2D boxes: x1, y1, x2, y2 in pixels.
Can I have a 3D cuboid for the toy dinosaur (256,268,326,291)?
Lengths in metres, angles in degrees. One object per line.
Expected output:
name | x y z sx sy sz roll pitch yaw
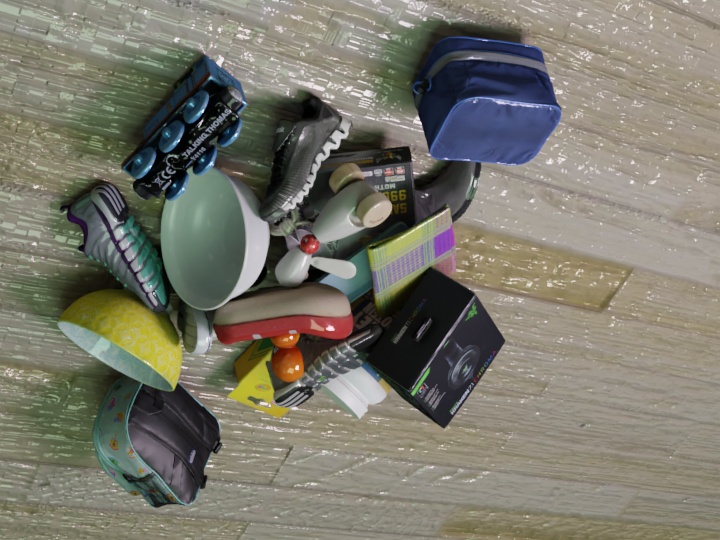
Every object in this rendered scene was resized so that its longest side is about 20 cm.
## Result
toy dinosaur | -0.061 0.016 1.671 0.197 0.103 0.078 -17 135 1

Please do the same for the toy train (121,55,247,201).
toy train | -0.231 -0.181 1.426 0.200 0.115 0.086 -42 127 19

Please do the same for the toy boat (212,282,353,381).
toy boat | -0.106 0.093 1.543 0.197 0.131 0.133 -8 97 11

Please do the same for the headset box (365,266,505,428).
headset box | 0.115 0.116 1.628 0.175 0.092 0.200 -53 148 -9

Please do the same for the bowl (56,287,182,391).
bowl | -0.340 0.084 1.616 0.200 0.198 0.109 47 62 -42

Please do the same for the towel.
towel | 0.075 -0.011 1.576 0.142 0.023 0.201 -30 152 -10

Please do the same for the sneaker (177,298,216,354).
sneaker | -0.230 0.077 1.615 0.070 0.200 0.074 4 101 -15

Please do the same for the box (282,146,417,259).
box | -0.017 -0.094 1.589 0.196 0.049 0.160 -5 126 2

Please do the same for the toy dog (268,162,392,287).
toy dog | -0.031 -0.058 1.527 0.198 0.134 0.096 -28 153 26

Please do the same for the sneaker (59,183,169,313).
sneaker | -0.346 -0.022 1.541 0.086 0.075 0.202 -21 107 15

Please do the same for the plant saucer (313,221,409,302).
plant saucer | 0.000 0.000 1.604 0.199 0.019 0.070 -35 129 15

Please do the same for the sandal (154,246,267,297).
sandal | -0.240 0.007 1.634 0.197 0.083 0.055 -5 155 -25

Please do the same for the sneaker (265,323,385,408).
sneaker | -0.064 0.107 1.621 0.198 0.116 0.075 -33 149 9

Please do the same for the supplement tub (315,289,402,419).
supplement tub | 0.014 0.117 1.715 0.201 0.144 0.145 -51 134 -11

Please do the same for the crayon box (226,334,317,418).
crayon box | -0.122 0.152 1.809 0.126 0.051 0.200 30 115 -38

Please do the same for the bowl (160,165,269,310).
bowl | -0.191 -0.047 1.529 0.090 0.202 0.202 -2 135 -45

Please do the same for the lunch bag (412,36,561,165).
lunch bag | 0.165 -0.241 1.504 0.197 0.134 0.136 3 145 -23

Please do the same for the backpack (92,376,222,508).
backpack | -0.339 0.263 1.746 0.151 0.177 0.201 -5 135 30

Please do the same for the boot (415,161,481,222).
boot | 0.092 -0.113 1.639 0.130 0.070 0.202 15 118 -21

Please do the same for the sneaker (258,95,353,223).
sneaker | -0.094 -0.158 1.483 0.090 0.066 0.201 44 66 -24
